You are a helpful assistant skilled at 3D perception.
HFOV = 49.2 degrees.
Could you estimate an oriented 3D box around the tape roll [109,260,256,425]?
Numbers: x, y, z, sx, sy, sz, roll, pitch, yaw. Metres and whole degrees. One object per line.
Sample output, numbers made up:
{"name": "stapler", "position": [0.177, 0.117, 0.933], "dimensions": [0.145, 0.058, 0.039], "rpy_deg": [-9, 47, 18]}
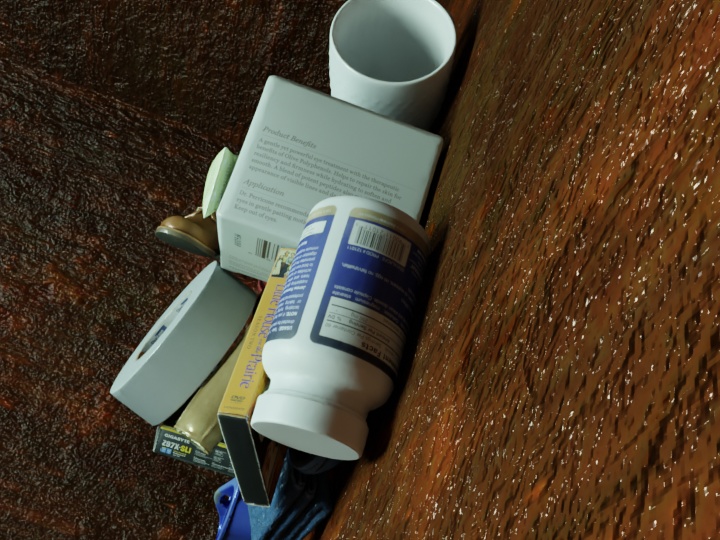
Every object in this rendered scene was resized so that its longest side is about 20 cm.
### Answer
{"name": "tape roll", "position": [-0.213, 0.086, 0.953], "dimensions": [0.200, 0.066, 0.201], "rpy_deg": [-45, 14, 15]}

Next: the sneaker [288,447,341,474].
{"name": "sneaker", "position": [-0.034, 0.088, 0.735], "dimensions": [0.078, 0.065, 0.202], "rpy_deg": [19, -105, -68]}

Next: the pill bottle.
{"name": "pill bottle", "position": [-0.017, 0.049, 0.665], "dimensions": [0.116, 0.115, 0.202], "rpy_deg": [122, 167, -66]}

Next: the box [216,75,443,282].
{"name": "box", "position": [-0.040, -0.072, 0.879], "dimensions": [0.200, 0.197, 0.173], "rpy_deg": [122, 166, -73]}

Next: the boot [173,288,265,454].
{"name": "boot", "position": [-0.141, 0.113, 0.913], "dimensions": [0.201, 0.066, 0.175], "rpy_deg": [-55, 4, -19]}

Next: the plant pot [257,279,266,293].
{"name": "plant pot", "position": [-0.179, -0.006, 2.105], "dimensions": [0.201, 0.199, 0.184], "rpy_deg": [-80, 8, -61]}

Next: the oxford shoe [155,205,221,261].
{"name": "oxford shoe", "position": [-0.187, -0.053, 0.933], "dimensions": [0.200, 0.071, 0.072], "rpy_deg": [3, -72, -85]}

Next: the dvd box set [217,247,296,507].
{"name": "dvd box set", "position": [-0.081, 0.099, 0.753], "dimensions": [0.201, 0.029, 0.147], "rpy_deg": [-74, -14, -44]}

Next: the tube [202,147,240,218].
{"name": "tube", "position": [-0.156, -0.105, 0.912], "dimensions": [0.200, 0.052, 0.058], "rpy_deg": [-107, -6, -81]}

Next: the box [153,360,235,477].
{"name": "box", "position": [-0.144, 0.194, 1.007], "dimensions": [0.160, 0.198, 0.050], "rpy_deg": [-80, 10, -65]}

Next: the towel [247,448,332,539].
{"name": "towel", "position": [-0.088, 0.195, 0.835], "dimensions": [0.112, 0.048, 0.201], "rpy_deg": [-51, 30, 22]}

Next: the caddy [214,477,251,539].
{"name": "caddy", "position": [-0.199, 0.397, 1.341], "dimensions": [0.201, 0.104, 0.142], "rpy_deg": [116, 171, -50]}

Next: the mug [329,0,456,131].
{"name": "mug", "position": [0.051, -0.247, 0.979], "dimensions": [0.200, 0.147, 0.176], "rpy_deg": [-48, -16, -22]}
